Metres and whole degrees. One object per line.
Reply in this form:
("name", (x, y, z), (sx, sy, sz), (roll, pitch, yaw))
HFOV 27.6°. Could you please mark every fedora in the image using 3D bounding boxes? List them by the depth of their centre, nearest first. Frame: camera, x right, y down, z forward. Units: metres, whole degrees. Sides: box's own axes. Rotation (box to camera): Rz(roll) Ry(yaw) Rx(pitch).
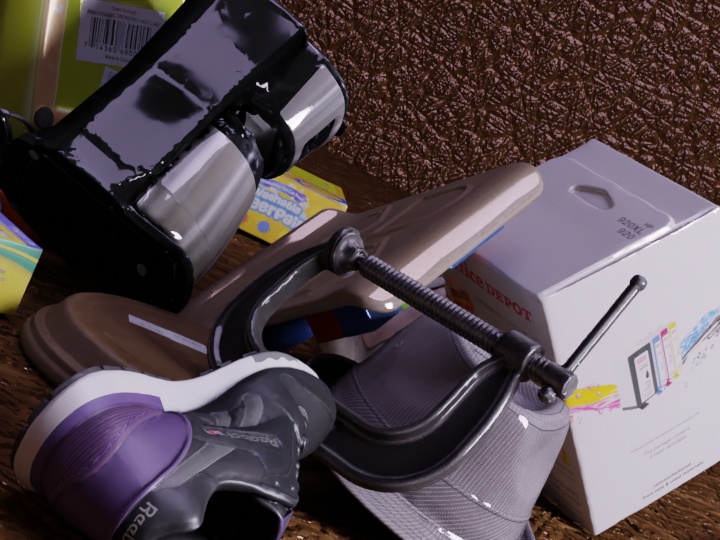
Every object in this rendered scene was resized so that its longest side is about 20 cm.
("fedora", (0.056, 0.086, 0.820), (0.177, 0.090, 0.200), (40, 9, 0))

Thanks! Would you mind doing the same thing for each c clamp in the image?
("c clamp", (0.023, 0.035, 0.773), (0.199, 0.171, 0.027), (25, -26, 31))

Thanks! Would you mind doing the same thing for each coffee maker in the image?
("coffee maker", (-0.129, -0.102, 0.957), (0.134, 0.200, 0.193), (-10, -56, 48))

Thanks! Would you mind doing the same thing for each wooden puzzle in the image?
("wooden puzzle", (0.000, 0.000, 0.940), (0.199, 0.047, 0.185), (-9, 21, 46))

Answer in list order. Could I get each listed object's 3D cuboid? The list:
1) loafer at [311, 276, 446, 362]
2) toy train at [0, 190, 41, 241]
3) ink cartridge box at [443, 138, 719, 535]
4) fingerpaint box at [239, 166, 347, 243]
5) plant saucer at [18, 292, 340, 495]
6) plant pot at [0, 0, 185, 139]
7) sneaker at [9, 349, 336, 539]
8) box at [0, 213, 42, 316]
("loafer", (0.015, 0.046, 1.114), (0.071, 0.063, 0.200), (-11, 2, 24))
("toy train", (-0.214, -0.054, 1.076), (0.149, 0.056, 0.200), (27, 8, -3))
("ink cartridge box", (0.160, 0.042, 1.015), (0.147, 0.144, 0.201), (38, -30, 55))
("fingerpaint box", (-0.119, -0.088, 1.539), (0.199, 0.074, 0.167), (25, 7, -7))
("plant saucer", (-0.093, 0.063, 0.821), (0.199, 0.030, 0.200), (25, 8, -4))
("plant pot", (-0.224, -0.172, 1.080), (0.181, 0.201, 0.199), (12, 5, 44))
("sneaker", (-0.058, 0.093, 0.641), (0.087, 0.076, 0.200), (40, 20, 23))
("box", (-0.284, -0.039, 0.785), (0.199, 0.049, 0.117), (17, 12, -45))
